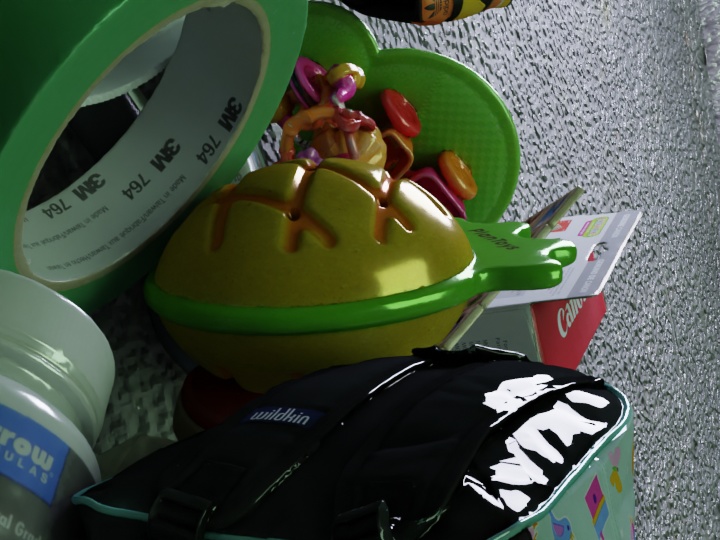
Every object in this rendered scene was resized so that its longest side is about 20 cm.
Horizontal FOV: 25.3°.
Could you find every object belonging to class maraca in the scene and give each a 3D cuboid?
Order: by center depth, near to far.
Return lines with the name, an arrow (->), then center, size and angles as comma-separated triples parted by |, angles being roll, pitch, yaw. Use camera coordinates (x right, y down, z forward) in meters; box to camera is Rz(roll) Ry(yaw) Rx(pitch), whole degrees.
maraca -> 0.000, 0.000, 0.735 | 0.137, 0.200, 0.107 | -144, -131, -61

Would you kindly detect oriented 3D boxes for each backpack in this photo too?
backpack -> 0.016, 0.109, 0.600 | 0.200, 0.176, 0.153 | -40, 124, -58

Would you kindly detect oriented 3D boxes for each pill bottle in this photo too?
pill bottle -> -0.155, 0.102, 0.558 | 0.114, 0.114, 0.200 | 60, 30, -42

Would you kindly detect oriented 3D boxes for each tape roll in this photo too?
tape roll -> -0.104, -0.064, 0.664 | 0.200, 0.048, 0.200 | -46, 163, -18

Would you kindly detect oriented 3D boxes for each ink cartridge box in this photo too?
ink cartridge box -> 0.112, 0.032, 1.153 | 0.200, 0.175, 0.084 | -46, 124, -62

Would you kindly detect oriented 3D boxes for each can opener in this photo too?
can opener -> -0.106, -0.021, 0.807 | 0.200, 0.067, 0.053 | 57, 9, -23

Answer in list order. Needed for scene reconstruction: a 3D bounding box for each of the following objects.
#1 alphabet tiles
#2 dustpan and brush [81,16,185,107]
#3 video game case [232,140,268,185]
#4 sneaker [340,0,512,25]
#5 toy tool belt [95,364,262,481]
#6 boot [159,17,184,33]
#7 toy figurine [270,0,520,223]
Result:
alphabet tiles -> 0.039, 0.034, 0.956 | 0.008, 0.200, 0.167 | 45, 64, -5
dustpan and brush -> -0.148, -0.106, 0.671 | 0.200, 0.057, 0.140 | -39, 133, -18
video game case -> -0.052, -0.027, 0.869 | 0.143, 0.018, 0.200 | 63, 9, -77
sneaker -> 0.000, -0.199, 0.993 | 0.090, 0.200, 0.070 | -27, 128, -36
toy tool belt -> -0.099, 0.141, 0.717 | 0.200, 0.125, 0.123 | -62, 172, -51
boot -> -0.156, -0.185, 0.727 | 0.174, 0.069, 0.200 | -16, 87, -62
toy figurine -> 0.006, -0.047, 0.933 | 0.200, 0.150, 0.184 | 48, 20, -19
